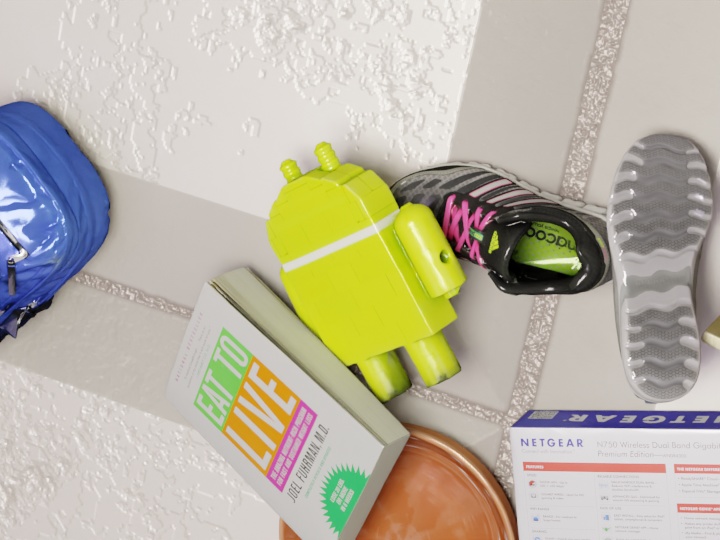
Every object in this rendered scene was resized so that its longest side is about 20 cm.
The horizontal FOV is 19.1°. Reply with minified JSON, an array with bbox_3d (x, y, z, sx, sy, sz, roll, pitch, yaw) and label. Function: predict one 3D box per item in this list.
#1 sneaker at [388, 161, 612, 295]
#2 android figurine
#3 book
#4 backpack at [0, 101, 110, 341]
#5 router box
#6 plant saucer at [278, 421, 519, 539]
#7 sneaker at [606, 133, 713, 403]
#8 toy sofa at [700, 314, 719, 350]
[{"bbox_3d":[0.102,-0.028,1.573,0.199,0.087,0.074,16,108,18],"label":"sneaker"},{"bbox_3d":[0.000,0.000,1.614,0.182,0.041,0.200,-25,94,51],"label":"android figurine"},{"bbox_3d":[-0.061,0.113,1.669,0.200,0.048,0.134,42,128,24],"label":"book"},{"bbox_3d":[-0.305,-0.025,1.701,0.200,0.168,0.163,-36,94,22],"label":"backpack"},{"bbox_3d":[0.219,0.196,1.601,0.199,0.049,0.180,-1,102,22],"label":"router box"},{"bbox_3d":[0.032,0.215,1.692,0.200,0.032,0.201,6,105,22],"label":"plant saucer"},{"bbox_3d":[0.205,0.001,1.530,0.075,0.082,0.201,7,74,-1],"label":"sneaker"},{"bbox_3d":[0.324,-0.020,1.487,0.097,0.083,0.200,28,112,15],"label":"toy sofa"}]
